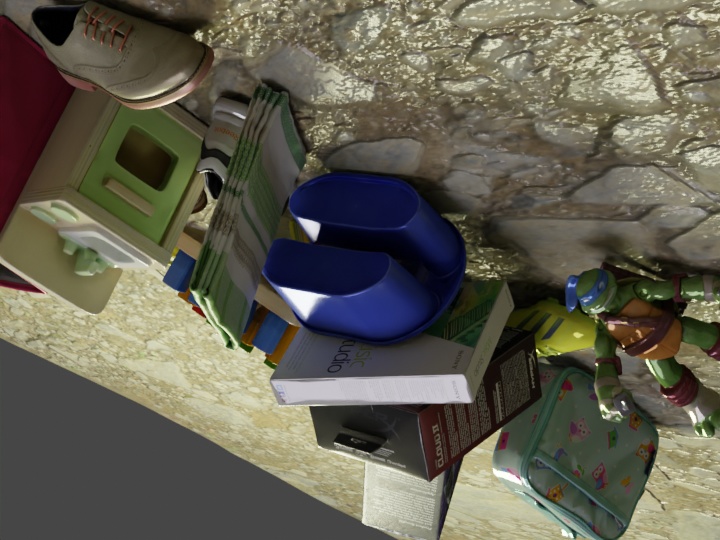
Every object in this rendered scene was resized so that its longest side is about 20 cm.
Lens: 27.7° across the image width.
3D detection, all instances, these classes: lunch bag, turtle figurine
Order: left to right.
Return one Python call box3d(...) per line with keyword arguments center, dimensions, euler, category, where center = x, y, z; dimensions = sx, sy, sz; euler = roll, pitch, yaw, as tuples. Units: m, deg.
box3d(center=(0.245, 0.210, 1.635), dimensions=(0.199, 0.162, 0.077), euler=(36, 159, -32), category="lunch bag")
box3d(center=(0.274, 0.077, 1.239), dimensions=(0.193, 0.145, 0.199), euler=(30, 166, -31), category="turtle figurine")

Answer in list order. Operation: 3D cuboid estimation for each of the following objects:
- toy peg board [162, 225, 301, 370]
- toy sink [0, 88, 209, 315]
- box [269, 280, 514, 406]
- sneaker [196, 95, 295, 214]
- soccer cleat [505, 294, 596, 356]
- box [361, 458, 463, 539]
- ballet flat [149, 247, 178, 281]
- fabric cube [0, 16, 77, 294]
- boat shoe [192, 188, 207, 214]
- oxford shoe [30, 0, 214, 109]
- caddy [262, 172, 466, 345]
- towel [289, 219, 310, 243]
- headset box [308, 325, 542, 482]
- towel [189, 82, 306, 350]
box3d(center=(-0.118, 0.047, 1.589), dimensions=(0.199, 0.099, 0.199), euler=(32, -174, 25), category="toy peg board")
box3d(center=(-0.239, -0.071, 1.399), dimensions=(0.130, 0.202, 0.112), euler=(35, 160, -30), category="toy sink")
box3d(center=(0.030, 0.067, 1.354), dimensions=(0.198, 0.145, 0.037), euler=(-3, 124, 25), category="box")
box3d(center=(-0.116, -0.088, 1.387), dimensions=(0.073, 0.081, 0.200), euler=(19, 163, 16), category="sneaker")
box3d(center=(0.164, 0.070, 1.461), dimensions=(0.064, 0.084, 0.199), euler=(35, 160, -33), category="soccer cleat")
box3d(center=(0.071, 0.214, 1.790), dimensions=(0.103, 0.149, 0.201), euler=(13, 141, 10), category="box")
box3d(center=(-0.196, -0.001, 1.766), dimensions=(0.198, 0.068, 0.067), euler=(24, 162, 2), category="ballet flat")
box3d(center=(-0.392, -0.118, 1.470), dimensions=(0.195, 0.201, 0.200), euler=(7, 156, 41), category="fabric cube")
box3d(center=(-0.251, -0.095, 1.559), dimensions=(0.198, 0.076, 0.074), euler=(17, 165, 25), category="boat shoe")
box3d(center=(-0.209, -0.188, 1.237), dimensions=(0.198, 0.071, 0.074), euler=(10, 155, 39), category="oxford shoe")
box3d(center=(0.004, -0.008, 1.359), dimensions=(0.199, 0.142, 0.105), euler=(10, 153, 41), category="caddy")
box3d(center=(0.000, 0.000, 1.482), dimensions=(0.199, 0.018, 0.087), euler=(13, 119, 47), category="towel")
box3d(center=(0.055, 0.119, 1.394), dimensions=(0.148, 0.199, 0.076), euler=(10, 119, 42), category="headset box")
box3d(center=(-0.093, -0.044, 1.283), dimensions=(0.030, 0.202, 0.149), euler=(12, 160, 14), category="towel")
